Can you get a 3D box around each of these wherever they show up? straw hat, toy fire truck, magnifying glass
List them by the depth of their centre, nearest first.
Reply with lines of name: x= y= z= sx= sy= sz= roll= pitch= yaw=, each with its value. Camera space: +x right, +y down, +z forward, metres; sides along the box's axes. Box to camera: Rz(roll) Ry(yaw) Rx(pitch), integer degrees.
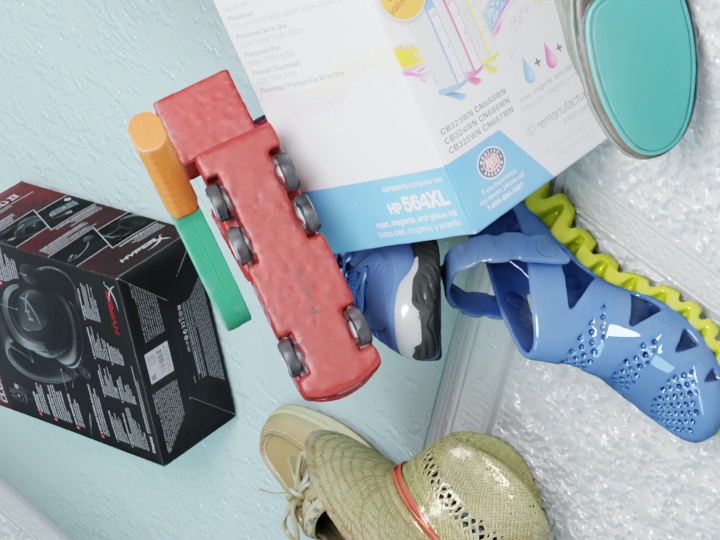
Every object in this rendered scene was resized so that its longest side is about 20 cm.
toy fire truck: x=-0.051 y=-0.019 z=1.465 sx=0.141 sy=0.049 sz=0.200 roll=109 pitch=136 yaw=-82
magnifying glass: x=-0.095 y=-0.029 z=1.477 sx=0.200 sy=0.022 sz=0.080 roll=74 pitch=170 yaw=-63
straw hat: x=0.066 y=0.145 z=1.623 sx=0.085 sy=0.201 sz=0.201 roll=-43 pitch=81 yaw=15

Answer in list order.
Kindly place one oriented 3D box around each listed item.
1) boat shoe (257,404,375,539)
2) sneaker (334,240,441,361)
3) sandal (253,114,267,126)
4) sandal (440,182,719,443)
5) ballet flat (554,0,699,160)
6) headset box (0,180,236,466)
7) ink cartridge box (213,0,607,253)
boat shoe: x=-0.004 y=0.164 z=1.738 sx=0.200 sy=0.063 sz=0.073 roll=41 pitch=144 yaw=28
sneaker: x=0.000 y=0.000 z=1.521 sx=0.200 sy=0.077 sz=0.076 roll=-122 pitch=30 yaw=-66
sandal: x=-0.043 y=-0.060 z=1.628 sx=0.075 sy=0.045 sz=0.200 roll=36 pitch=140 yaw=25
sandal: x=0.118 y=0.029 z=1.482 sx=0.200 sy=0.087 sz=0.080 roll=39 pitch=139 yaw=19
ballet flat: x=0.123 y=-0.155 z=1.366 sx=0.064 sy=0.067 sz=0.201 roll=-138 pitch=29 yaw=-66
headset box: x=-0.192 y=0.032 z=1.843 sx=0.200 sy=0.077 sz=0.149 roll=16 pitch=128 yaw=43
ink cartridge box: x=0.021 y=-0.130 z=1.431 sx=0.125 sy=0.128 sz=0.200 roll=-6 pitch=114 yaw=51
